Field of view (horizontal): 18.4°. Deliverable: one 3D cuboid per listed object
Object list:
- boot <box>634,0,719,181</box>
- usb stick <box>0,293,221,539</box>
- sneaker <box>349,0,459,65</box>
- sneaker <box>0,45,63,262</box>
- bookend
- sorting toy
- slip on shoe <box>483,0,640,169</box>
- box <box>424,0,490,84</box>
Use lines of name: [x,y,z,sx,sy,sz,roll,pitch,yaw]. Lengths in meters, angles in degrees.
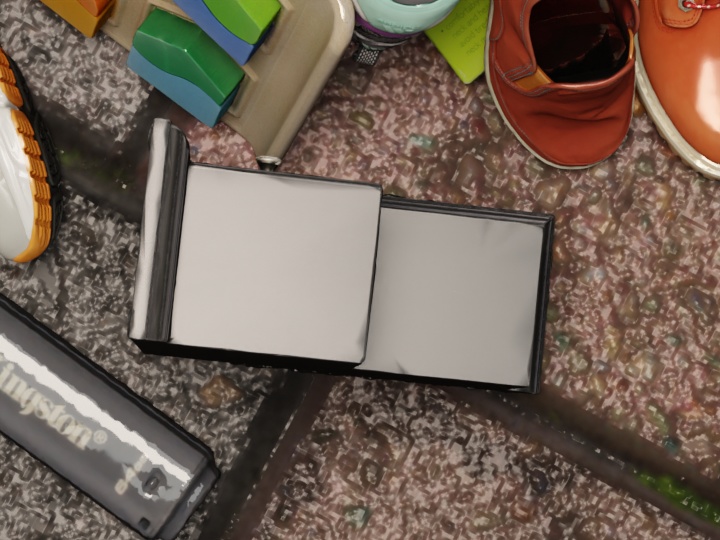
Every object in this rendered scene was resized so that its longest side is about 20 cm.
boot: [0.170,-0.144,1.068,0.075,0.107,0.201,-9,89,-7]
usb stick: [-0.159,0.055,1.067,0.200,0.033,0.056,36,84,-1]
sneaker: [0.021,-0.190,1.002,0.077,0.140,0.201,18,76,-7]
sneaker: [-0.212,-0.087,1.061,0.092,0.076,0.201,-25,80,2]
bookend: [0.000,0.000,0.998,0.198,0.200,0.093,6,86,-3]
sorting toy: [-0.099,-0.136,1.009,0.200,0.185,0.037,41,68,1]
slip on shoe: [0.096,-0.101,1.019,0.074,0.200,0.061,-20,59,-3]
box: [0.037,-0.206,1.063,0.122,0.048,0.200,-39,89,34]
